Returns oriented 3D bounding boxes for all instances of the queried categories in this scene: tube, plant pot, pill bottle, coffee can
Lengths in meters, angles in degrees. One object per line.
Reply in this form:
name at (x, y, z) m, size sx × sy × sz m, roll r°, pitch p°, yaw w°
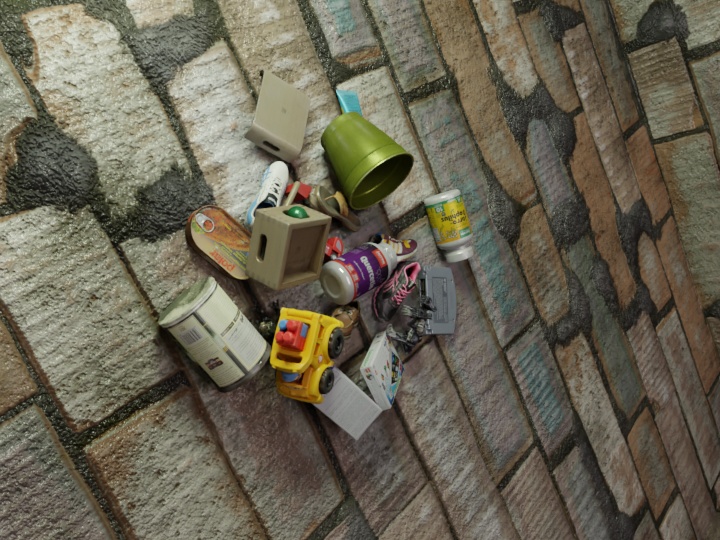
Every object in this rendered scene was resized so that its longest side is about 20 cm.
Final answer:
tube at (-0.014, -0.396, 1.792) m, size 0.077 × 0.050 × 0.201 m, roll -13°, pitch 88°, yaw -51°
plant pot at (0.000, -0.294, 1.680) m, size 0.200 × 0.201 × 0.193 m, roll -22°, pitch 67°, yaw -41°
pill bottle at (0.269, -0.130, 1.957) m, size 0.112 × 0.112 × 0.201 m, roll -25°, pitch 101°, yaw -40°
coffee can at (-0.306, 0.136, 1.394) m, size 0.200 × 0.146 × 0.147 m, roll 54°, pitch 54°, yaw -22°
pill bottle at (0.000, 0.000, 1.656) m, size 0.200 × 0.112 × 0.113 m, roll -29°, pitch 103°, yaw -38°

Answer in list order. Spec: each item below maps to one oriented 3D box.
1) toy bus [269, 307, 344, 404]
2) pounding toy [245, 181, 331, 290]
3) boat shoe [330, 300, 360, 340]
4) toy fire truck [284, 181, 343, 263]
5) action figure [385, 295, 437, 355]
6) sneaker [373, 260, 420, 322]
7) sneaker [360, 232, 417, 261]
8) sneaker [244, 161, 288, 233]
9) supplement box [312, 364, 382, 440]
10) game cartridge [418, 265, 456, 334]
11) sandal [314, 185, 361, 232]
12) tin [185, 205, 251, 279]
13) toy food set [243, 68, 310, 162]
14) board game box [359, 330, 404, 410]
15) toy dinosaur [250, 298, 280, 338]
toy bus at (-0.136, 0.180, 1.445) m, size 0.192 × 0.135 × 0.201 m, roll 41°, pitch 60°, yaw -66°
pounding toy at (-0.167, -0.086, 1.515) m, size 0.184 × 0.142 × 0.201 m, roll -16°, pitch 124°, yaw -55°
boat shoe at (-0.044, 0.116, 1.622) m, size 0.200 × 0.072 × 0.068 m, roll -52°, pitch 159°, yaw -77°
toy fire truck at (-0.115, -0.116, 1.660) m, size 0.200 × 0.049 × 0.142 m, roll 33°, pitch 62°, yaw -35°
action figure at (0.133, 0.148, 1.788) m, size 0.102 × 0.200 × 0.119 m, roll 29°, pitch 48°, yaw 5°
sneaker at (0.106, 0.051, 1.803) m, size 0.079 × 0.095 × 0.201 m, roll 41°, pitch 61°, yaw -32°
sneaker at (0.081, -0.068, 1.809) m, size 0.200 × 0.075 × 0.091 m, roll -27°, pitch 108°, yaw -41°
sneaker at (-0.213, -0.176, 1.568) m, size 0.072 × 0.072 × 0.201 m, roll 35°, pitch 61°, yaw -31°
supplement box at (-0.057, 0.305, 1.601) m, size 0.103 × 0.101 × 0.200 m, roll -49°, pitch 117°, yaw -7°
game cartridge at (0.230, 0.089, 1.946) m, size 0.133 × 0.040 × 0.201 m, roll 4°, pitch 81°, yaw -37°
sandal at (-0.050, -0.165, 1.690) m, size 0.200 × 0.054 × 0.081 m, roll 35°, pitch 35°, yaw -46°
tin at (-0.309, -0.060, 1.491) m, size 0.200 × 0.042 × 0.112 m, roll 45°, pitch 54°, yaw -29°
toy food set at (-0.206, -0.383, 1.620) m, size 0.143 × 0.060 × 0.201 m, roll 25°, pitch 60°, yaw -35°
board game box at (0.060, 0.257, 1.713) m, size 0.127 × 0.034 × 0.200 m, roll 65°, pitch 21°, yaw -14°
toy dinosaur at (-0.203, 0.116, 1.542) m, size 0.088 × 0.047 × 0.200 m, roll 59°, pitch 18°, yaw 12°
